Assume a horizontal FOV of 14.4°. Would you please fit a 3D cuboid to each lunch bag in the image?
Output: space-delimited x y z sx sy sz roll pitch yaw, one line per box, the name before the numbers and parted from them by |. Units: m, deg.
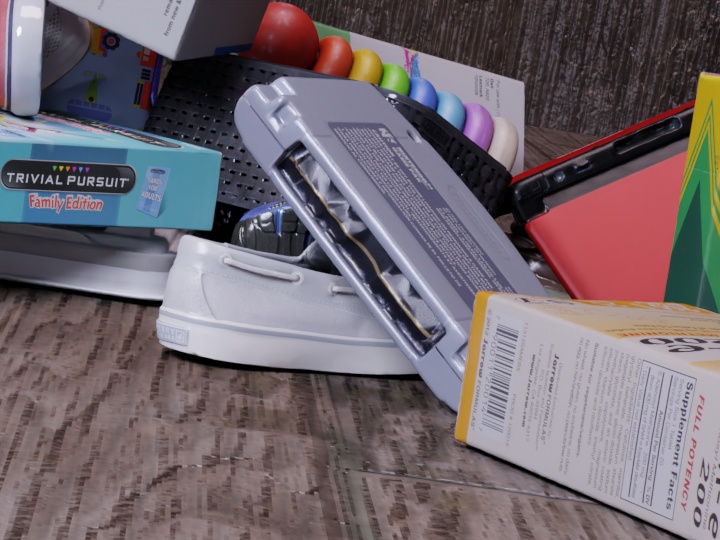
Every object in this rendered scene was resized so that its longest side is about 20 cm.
lunch bag | -0.215 -0.111 1.819 0.200 0.151 0.094 10 -3 -4

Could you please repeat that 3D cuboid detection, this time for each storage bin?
storage bin | -0.027 -0.056 1.725 0.200 0.094 0.135 14 -14 39

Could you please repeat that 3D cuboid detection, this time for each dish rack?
dish rack | -0.175 -0.023 1.648 0.171 0.044 0.200 9 8 -1

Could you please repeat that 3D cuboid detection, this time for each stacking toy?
stacking toy | 0.004 -0.110 1.884 0.200 0.085 0.085 32 0 -17

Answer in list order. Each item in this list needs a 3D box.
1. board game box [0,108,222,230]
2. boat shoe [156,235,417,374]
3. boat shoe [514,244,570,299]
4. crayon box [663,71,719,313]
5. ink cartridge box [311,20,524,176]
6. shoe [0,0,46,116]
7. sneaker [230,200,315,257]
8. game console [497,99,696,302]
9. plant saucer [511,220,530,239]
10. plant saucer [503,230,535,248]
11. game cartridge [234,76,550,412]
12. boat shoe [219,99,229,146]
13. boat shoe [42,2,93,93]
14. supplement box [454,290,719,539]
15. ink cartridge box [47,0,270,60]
board game box | -0.200 -0.060 1.554 0.200 0.047 0.151 1 11 -44
boat shoe | -0.014 0.012 1.454 0.200 0.069 0.072 5 8 -32
boat shoe | 0.191 -0.001 1.823 0.200 0.072 0.076 8 7 -7
crayon box | 0.279 -0.013 1.617 0.200 0.173 0.058 7 7 -16
ink cartridge box | -0.003 -0.097 2.006 0.200 0.084 0.145 14 -22 -32
shoe | -0.227 -0.126 1.597 0.091 0.072 0.200 4 3 -12
sneaker | 0.000 0.000 1.565 0.200 0.075 0.078 15 6 -45
game console | 0.188 -0.032 1.782 0.200 0.119 0.172 -23 2 -18
plant saucer | 0.204 -0.020 1.950 0.200 0.032 0.200 14 -8 2
plant saucer | 0.018 -0.020 1.920 0.200 0.032 0.200 8 7 -1
game cartridge | 0.030 -0.013 1.437 0.200 0.041 0.133 53 27 17
boat shoe | -0.101 -0.078 1.909 0.200 0.074 0.060 -13 11 36
boat shoe | -0.250 -0.111 1.725 0.071 0.069 0.200 19 57 41
supplement box | 0.149 0.063 1.231 0.126 0.074 0.200 4 9 -34
ink cartridge box | -0.158 -0.203 1.680 0.200 0.084 0.146 25 13 13
